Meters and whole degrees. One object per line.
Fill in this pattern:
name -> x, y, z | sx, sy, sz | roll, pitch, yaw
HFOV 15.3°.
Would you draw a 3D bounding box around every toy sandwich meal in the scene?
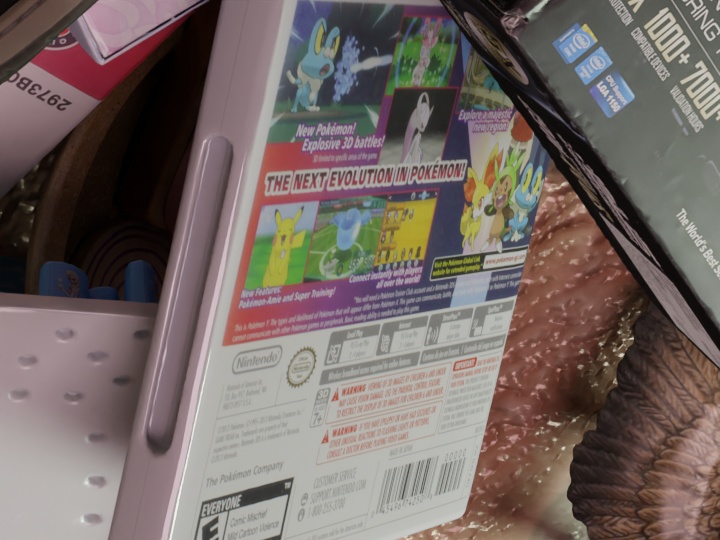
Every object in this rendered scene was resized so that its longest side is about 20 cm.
toy sandwich meal -> -0.023, -0.008, 0.856 | 0.205, 0.070, 0.205 | -24, 121, -46

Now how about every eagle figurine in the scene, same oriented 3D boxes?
eagle figurine -> 0.153, 0.095, 1.038 | 0.152, 0.151, 0.200 | 16, 137, -18

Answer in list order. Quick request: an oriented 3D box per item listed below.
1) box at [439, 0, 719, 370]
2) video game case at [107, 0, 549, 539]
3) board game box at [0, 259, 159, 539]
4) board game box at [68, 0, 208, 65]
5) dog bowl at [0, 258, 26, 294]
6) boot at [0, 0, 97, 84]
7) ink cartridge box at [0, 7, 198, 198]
box -> 0.125, -0.076, 0.749 | 0.164, 0.086, 0.200 | -40, 130, -1
video game case -> 0.000, 0.000, 0.794 | 0.200, 0.023, 0.182 | -7, 113, -61
board game box -> -0.168, 0.060, 0.792 | 0.200, 0.026, 0.200 | 4, 140, -14
board game box -> -0.032, -0.188, 0.689 | 0.199, 0.041, 0.200 | -31, 121, -8
dog bowl -> -0.103, 0.055, 0.913 | 0.111, 0.050, 0.200 | -51, 146, 12
boot -> -0.130, -0.112, 0.633 | 0.154, 0.073, 0.204 | 43, 121, -18
ink cartridge box -> -0.170, -0.070, 0.789 | 0.200, 0.084, 0.145 | -42, 130, 22
